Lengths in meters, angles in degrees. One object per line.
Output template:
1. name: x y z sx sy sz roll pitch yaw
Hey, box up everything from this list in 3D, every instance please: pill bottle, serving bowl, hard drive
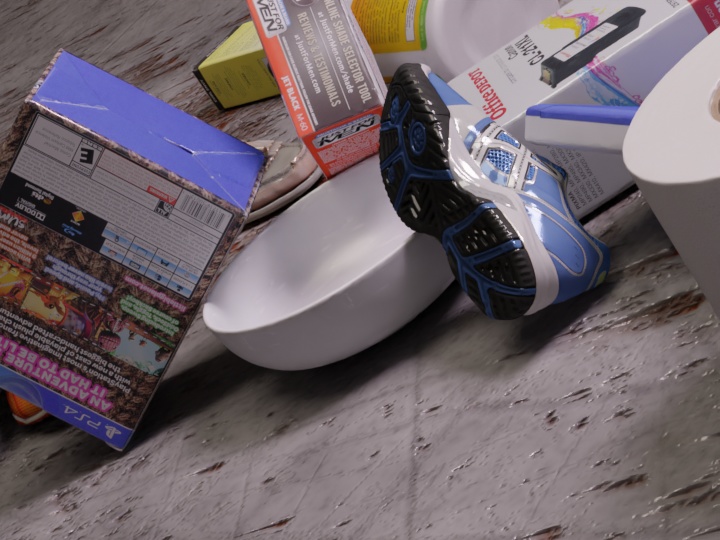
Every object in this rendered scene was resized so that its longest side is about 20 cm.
1. pill bottle: 0.053 -0.178 1.783 0.111 0.111 0.200 -42 20 -20
2. serving bowl: 0.000 0.000 1.515 0.199 0.066 0.200 -31 19 12
3. hard drive: 0.195 -0.075 1.325 0.131 0.026 0.200 0 6 -24

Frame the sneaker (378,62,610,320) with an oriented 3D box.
1. sneaker: 0.073 -0.047 1.401 0.077 0.076 0.201 -6 47 -29

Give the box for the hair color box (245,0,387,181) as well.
1. hair color box: -0.016 -0.121 1.613 0.064 0.112 0.200 -22 -15 3

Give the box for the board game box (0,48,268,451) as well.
1. board game box: -0.177 -0.013 1.576 0.201 0.159 0.097 -60 6 25

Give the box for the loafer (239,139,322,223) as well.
1. loafer: -0.117 -0.068 1.876 0.199 0.063 0.072 -17 26 41

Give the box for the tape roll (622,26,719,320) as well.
1. tape roll: 0.241 -0.047 1.115 0.202 0.140 0.203 -30 19 12

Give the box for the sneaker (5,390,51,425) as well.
1. sneaker: -0.247 0.061 1.764 0.073 0.077 0.200 -37 20 -12

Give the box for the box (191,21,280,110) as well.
1. box: -0.060 -0.195 2.108 0.199 0.050 0.075 -11 30 51

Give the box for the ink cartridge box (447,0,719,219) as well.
1. ink cartridge box: 0.164 -0.121 1.506 0.199 0.083 0.146 -33 20 4
